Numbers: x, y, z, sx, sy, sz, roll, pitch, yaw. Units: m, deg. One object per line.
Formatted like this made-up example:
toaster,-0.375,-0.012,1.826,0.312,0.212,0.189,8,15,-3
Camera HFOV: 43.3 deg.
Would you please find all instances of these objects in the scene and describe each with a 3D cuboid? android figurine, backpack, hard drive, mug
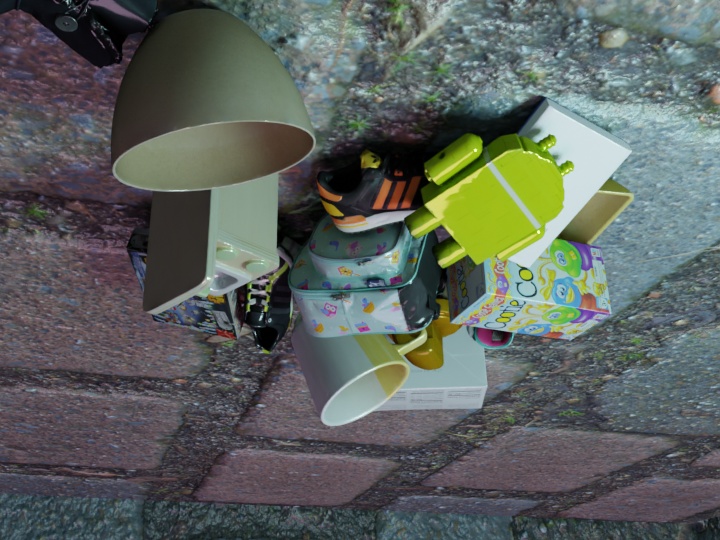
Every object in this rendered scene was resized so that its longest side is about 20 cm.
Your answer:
android figurine,0.154,-0.084,1.060,0.199,0.041,0.182,-34,126,19
backpack,0.000,0.000,1.219,0.197,0.177,0.155,-13,123,23
hard drive,0.214,-0.100,1.100,0.130,0.026,0.201,21,125,-24
mug,-0.013,0.119,1.344,0.184,0.154,0.150,-13,146,-34

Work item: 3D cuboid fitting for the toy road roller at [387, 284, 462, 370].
toy road roller,0.064,0.081,1.432,0.197,0.148,0.123,-9,153,16

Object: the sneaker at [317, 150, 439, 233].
sneaker,0.041,-0.113,1.105,0.197,0.071,0.090,-18,135,19

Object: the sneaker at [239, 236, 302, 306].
sneaker,-0.141,-0.001,1.367,0.199,0.075,0.100,-23,124,42

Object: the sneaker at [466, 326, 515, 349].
sneaker,0.220,0.071,1.447,0.083,0.123,0.200,-14,152,25

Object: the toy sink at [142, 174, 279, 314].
toy sink,-0.177,-0.042,1.104,0.129,0.203,0.111,-25,146,39

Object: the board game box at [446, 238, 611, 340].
board game box,0.229,0.019,1.248,0.197,0.106,0.103,8,152,-21

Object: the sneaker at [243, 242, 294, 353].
sneaker,-0.131,0.042,1.284,0.071,0.083,0.202,8,137,14

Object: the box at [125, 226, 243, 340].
box,-0.241,0.023,1.274,0.135,0.040,0.201,12,149,7

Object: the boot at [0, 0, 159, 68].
boot,-0.305,-0.237,0.837,0.198,0.077,0.168,-24,143,28

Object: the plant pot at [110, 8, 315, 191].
plant pot,-0.152,-0.172,0.886,0.197,0.137,0.200,-11,171,-2

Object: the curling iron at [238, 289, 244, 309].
curling iron,-0.237,0.010,1.312,0.049,0.026,0.199,-31,134,25

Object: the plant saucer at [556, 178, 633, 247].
plant saucer,0.232,-0.081,1.219,0.197,0.049,0.200,4,154,-12

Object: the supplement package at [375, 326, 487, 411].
supplement package,0.110,0.149,1.563,0.196,0.158,0.111,-2,153,1
